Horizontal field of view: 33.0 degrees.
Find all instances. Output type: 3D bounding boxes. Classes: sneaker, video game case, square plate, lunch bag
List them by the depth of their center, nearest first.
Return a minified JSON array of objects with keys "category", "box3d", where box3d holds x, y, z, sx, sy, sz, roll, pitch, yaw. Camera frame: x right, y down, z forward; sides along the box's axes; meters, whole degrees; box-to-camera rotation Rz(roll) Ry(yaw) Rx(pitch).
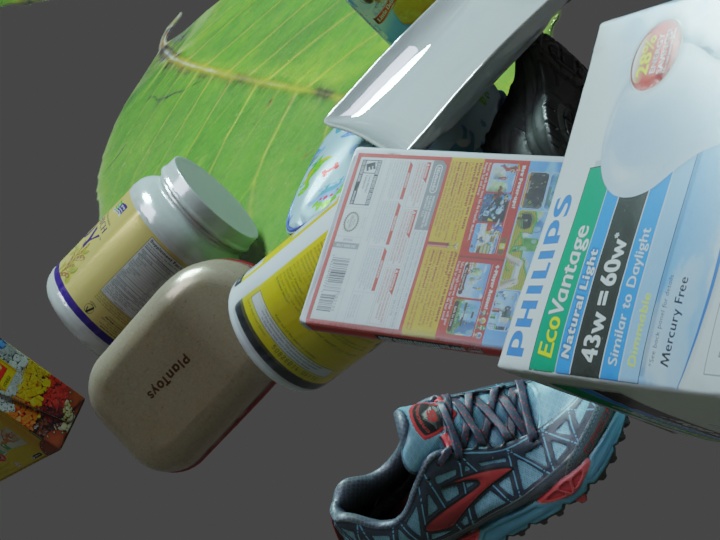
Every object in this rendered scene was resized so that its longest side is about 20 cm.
[{"category":"sneaker","box3d":[0.064,0.106,0.692,0.200,0.096,0.079,-43,24,13]},{"category":"video game case","box3d":[0.065,-0.015,0.829,0.200,0.017,0.143,6,68,31]},{"category":"sneaker","box3d":[0.133,-0.119,0.952,0.091,0.076,0.200,-42,21,33]},{"category":"square plate","box3d":[0.072,-0.172,0.991,0.200,0.028,0.198,-47,24,-3]},{"category":"lunch bag","box3d":[0.030,-0.090,1.067,0.200,0.082,0.161,-30,28,37]}]

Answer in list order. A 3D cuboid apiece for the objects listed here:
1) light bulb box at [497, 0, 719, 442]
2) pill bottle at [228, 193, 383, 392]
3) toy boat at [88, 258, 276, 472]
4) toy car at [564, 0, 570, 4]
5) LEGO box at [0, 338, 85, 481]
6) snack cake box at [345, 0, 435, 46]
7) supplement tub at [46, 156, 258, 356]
[{"category":"light bulb box","box3d":[0.188,-0.022,0.559,0.200,0.125,0.199,-2,68,65]},{"category":"pill bottle","box3d":[0.000,0.000,0.947,0.200,0.112,0.112,-38,26,24]},{"category":"toy boat","box3d":[-0.137,0.079,1.087,0.200,0.131,0.131,-46,-8,15]},{"category":"toy car","box3d":[0.201,-0.339,1.077,0.200,0.164,0.158,-53,20,23]},{"category":"LEGO box","box3d":[-0.445,0.168,1.422,0.200,0.149,0.077,-28,31,39]},{"category":"snack cake box","box3d":[0.086,-0.326,1.288,0.200,0.115,0.067,-46,24,7]},{"category":"supplement tub","box3d":[-0.222,-0.009,1.307,0.200,0.145,0.145,-45,24,10]}]
